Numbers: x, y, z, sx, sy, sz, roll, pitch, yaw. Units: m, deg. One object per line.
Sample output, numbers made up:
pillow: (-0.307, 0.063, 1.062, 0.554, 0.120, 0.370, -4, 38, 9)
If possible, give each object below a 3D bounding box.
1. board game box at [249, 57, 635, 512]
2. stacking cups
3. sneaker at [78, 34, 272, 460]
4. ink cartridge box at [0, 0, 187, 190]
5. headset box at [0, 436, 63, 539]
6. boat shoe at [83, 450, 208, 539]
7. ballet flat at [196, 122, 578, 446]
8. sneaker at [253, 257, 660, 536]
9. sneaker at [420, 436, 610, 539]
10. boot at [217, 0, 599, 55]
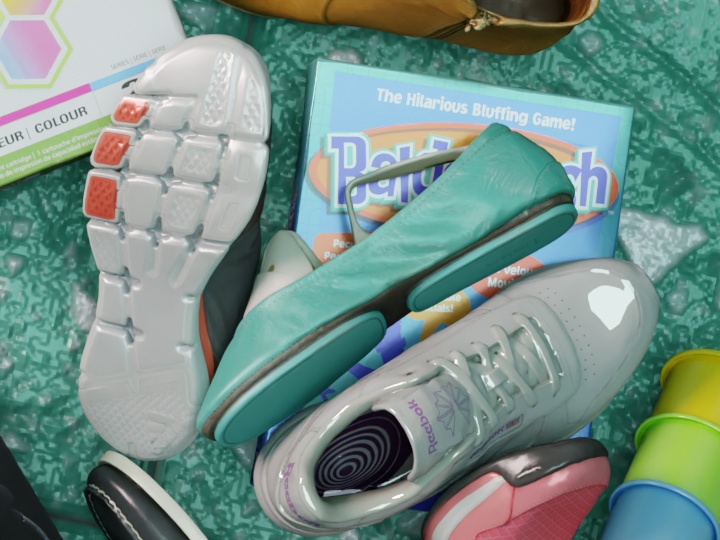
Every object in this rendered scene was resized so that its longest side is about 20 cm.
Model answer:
board game box: (0.038, 0.012, 1.302, 0.152, 0.045, 0.200, 7, 88, -7)
stacking cups: (0.134, 0.126, 1.254, 0.060, 0.061, 0.200, 31, 52, -5)
sneaker: (-0.078, -0.018, 1.252, 0.077, 0.082, 0.200, 21, 114, 11)
ink cartridge box: (-0.172, -0.140, 1.264, 0.148, 0.076, 0.200, -22, 93, -7)
headset box: (-0.217, 0.123, 1.206, 0.149, 0.077, 0.200, -40, 113, -26)
boat shoe: (-0.076, 0.177, 1.272, 0.066, 0.074, 0.199, -36, 103, -18)
ballet flat: (0.000, 0.000, 1.250, 0.200, 0.067, 0.070, -33, 71, -7)
sneaker: (0.050, 0.061, 1.231, 0.200, 0.100, 0.075, -31, 92, -7)
sneaker: (0.058, 0.153, 1.246, 0.200, 0.074, 0.087, -50, 63, 31)
boot: (0.003, -0.145, 1.251, 0.201, 0.144, 0.071, 15, 87, -6)
